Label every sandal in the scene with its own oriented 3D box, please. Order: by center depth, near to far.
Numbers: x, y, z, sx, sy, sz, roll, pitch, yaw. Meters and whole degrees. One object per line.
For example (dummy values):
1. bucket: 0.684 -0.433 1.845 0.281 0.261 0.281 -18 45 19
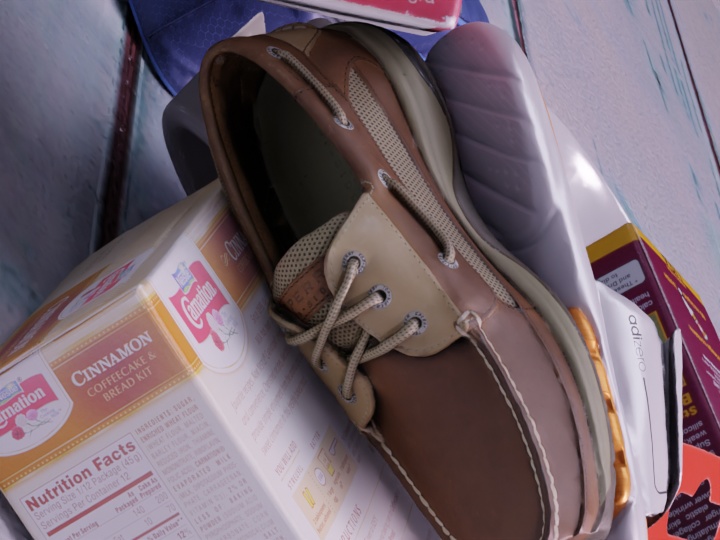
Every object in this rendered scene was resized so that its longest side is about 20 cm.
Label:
1. sandal: 0.068 0.022 0.841 0.059 0.079 0.208 -4 81 -36

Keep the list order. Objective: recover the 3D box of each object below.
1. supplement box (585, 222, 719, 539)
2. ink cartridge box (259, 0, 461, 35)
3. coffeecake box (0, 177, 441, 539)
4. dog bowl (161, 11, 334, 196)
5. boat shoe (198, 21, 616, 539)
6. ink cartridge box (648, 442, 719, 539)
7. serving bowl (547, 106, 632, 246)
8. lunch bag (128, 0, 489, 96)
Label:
1. supplement box: 0.124 0.096 1.212 0.086 0.110 0.201 41 24 -50
2. ink cartridge box: 0.007 -0.181 0.849 0.145 0.083 0.201 -107 -151 -86
3. coffeecake box: -0.025 0.084 0.825 0.201 0.073 0.154 57 15 -8
4. dog bowl: 0.000 0.000 0.966 0.200 0.059 0.200 52 -10 14
5. boat shoe: 0.004 0.008 0.808 0.074 0.076 0.201 4 47 -43
6. ink cartridge box: 0.108 0.166 0.917 0.057 0.201 0.162 22 -1 25
7. serving bowl: 0.106 0.006 1.410 0.200 0.066 0.200 52 17 -23
8. lunch bag: -0.028 -0.152 1.150 0.136 0.132 0.201 28 33 -62
